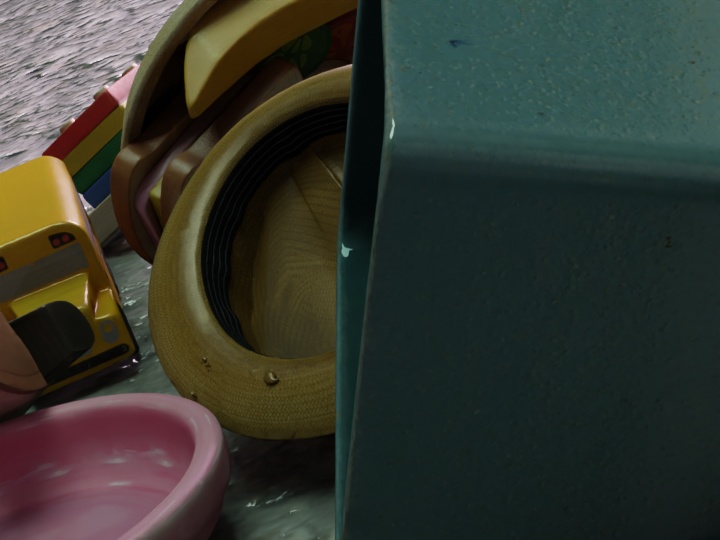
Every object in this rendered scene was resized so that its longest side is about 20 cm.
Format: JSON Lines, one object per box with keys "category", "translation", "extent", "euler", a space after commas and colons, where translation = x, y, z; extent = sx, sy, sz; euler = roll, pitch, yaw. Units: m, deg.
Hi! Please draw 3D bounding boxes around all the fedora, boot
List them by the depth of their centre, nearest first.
{"category": "fedora", "translation": [0.000, 0.000, 0.972], "extent": [0.200, 0.082, 0.201], "euler": [-19, 49, 23]}
{"category": "boot", "translation": [-0.210, 0.063, 0.996], "extent": [0.146, 0.070, 0.200], "euler": [-34, -16, 14]}

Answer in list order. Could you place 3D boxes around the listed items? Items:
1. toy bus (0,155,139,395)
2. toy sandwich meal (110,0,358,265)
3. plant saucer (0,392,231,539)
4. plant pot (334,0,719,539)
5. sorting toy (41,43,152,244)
{"category": "toy bus", "translation": [-0.170, 0.001, 1.200], "extent": [0.065, 0.078, 0.200], "euler": [-22, 19, -5]}
{"category": "toy sandwich meal", "translation": [-0.048, -0.084, 1.173], "extent": [0.205, 0.205, 0.070], "euler": [-32, 57, -30]}
{"category": "plant saucer", "translation": [-0.142, 0.118, 0.892], "extent": [0.200, 0.051, 0.201], "euler": [-19, 19, 7]}
{"category": "plant pot", "translation": [0.096, -0.018, 0.767], "extent": [0.200, 0.196, 0.197], "euler": [4, 40, -3]}
{"category": "sorting toy", "translation": [-0.090, -0.125, 1.359], "extent": [0.200, 0.070, 0.199], "euler": [-40, 5, 35]}
